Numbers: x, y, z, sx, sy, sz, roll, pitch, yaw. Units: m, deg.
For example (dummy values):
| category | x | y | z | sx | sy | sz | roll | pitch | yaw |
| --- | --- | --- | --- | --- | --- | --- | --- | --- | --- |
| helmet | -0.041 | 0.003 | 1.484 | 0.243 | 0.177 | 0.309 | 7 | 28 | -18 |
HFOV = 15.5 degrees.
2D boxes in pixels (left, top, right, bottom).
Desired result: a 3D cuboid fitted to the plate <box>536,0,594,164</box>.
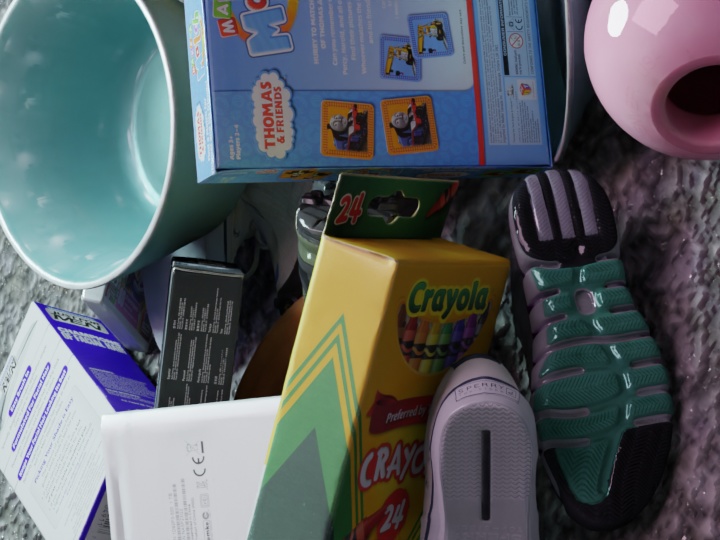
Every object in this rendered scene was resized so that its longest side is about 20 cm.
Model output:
| category | x | y | z | sx | sy | sz | roll | pitch | yaw |
| --- | --- | --- | --- | --- | --- | --- | --- | --- | --- |
| plate | 0.111 | -0.160 | 1.475 | 0.200 | 0.025 | 0.201 | 176 | 90 | -88 |

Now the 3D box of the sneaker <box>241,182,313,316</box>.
| category | x | y | z | sx | sy | sz | roll | pitch | yaw |
| --- | --- | --- | --- | --- | --- | --- | --- | --- | --- |
| sneaker | -0.025 | -0.019 | 1.645 | 0.072 | 0.072 | 0.200 | -42 | 54 | 29 |

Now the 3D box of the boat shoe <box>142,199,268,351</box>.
| category | x | y | z | sx | sy | sz | roll | pitch | yaw |
| --- | --- | --- | --- | --- | --- | --- | --- | --- | --- |
| boat shoe | -0.091 | -0.040 | 1.739 | 0.074 | 0.086 | 0.203 | 11 | 103 | 49 |

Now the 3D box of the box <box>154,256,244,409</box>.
| category | x | y | z | sx | sy | sz | roll | pitch | yaw |
| --- | --- | --- | --- | --- | --- | --- | --- | --- | --- |
| box | -0.104 | 0.094 | 1.599 | 0.160 | 0.043 | 0.201 | -146 | 62 | -85 |

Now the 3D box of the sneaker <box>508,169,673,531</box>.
| category | x | y | z | sx | sy | sz | roll | pitch | yaw |
| --- | --- | --- | --- | --- | --- | --- | --- | --- | --- |
| sneaker | 0.119 | 0.050 | 1.403 | 0.088 | 0.074 | 0.201 | 99 | 167 | -65 |

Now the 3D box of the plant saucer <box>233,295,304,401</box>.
| category | x | y | z | sx | sy | sz | roll | pitch | yaw |
| --- | --- | --- | --- | --- | --- | --- | --- | --- | --- |
| plant saucer | -0.012 | 0.096 | 1.532 | 0.200 | 0.037 | 0.201 | -15 | 68 | 41 |

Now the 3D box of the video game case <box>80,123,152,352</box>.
| category | x | y | z | sx | sy | sz | roll | pitch | yaw |
| --- | --- | --- | --- | --- | --- | --- | --- | --- | --- |
| video game case | -0.139 | -0.056 | 1.785 | 0.143 | 0.018 | 0.201 | 63 | -140 | -73 |

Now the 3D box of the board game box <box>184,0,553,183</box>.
| category | x | y | z | sx | sy | sz | roll | pitch | yaw |
| --- | --- | --- | --- | --- | --- | --- | --- | --- | --- |
| board game box | 0.003 | -0.126 | 1.453 | 0.037 | 0.199 | 0.152 | 157 | 110 | -66 |

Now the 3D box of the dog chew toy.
| category | x | y | z | sx | sy | sz | roll | pitch | yaw |
| --- | --- | --- | --- | --- | --- | --- | --- | --- | --- |
| dog chew toy | 0.175 | -0.152 | 1.377 | 0.125 | 0.124 | 0.200 | -42 | 32 | 34 |

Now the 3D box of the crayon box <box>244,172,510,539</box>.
| category | x | y | z | sx | sy | sz | roll | pitch | yaw |
| --- | --- | --- | --- | --- | --- | --- | --- | --- | --- |
| crayon box | 0.014 | 0.053 | 1.364 | 0.051 | 0.127 | 0.201 | 19 | 100 | 29 |

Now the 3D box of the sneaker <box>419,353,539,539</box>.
| category | x | y | z | sx | sy | sz | roll | pitch | yaw |
| --- | --- | --- | --- | --- | --- | --- | --- | --- | --- |
| sneaker | 0.064 | 0.137 | 1.370 | 0.071 | 0.073 | 0.201 | -82 | -1 | -64 |

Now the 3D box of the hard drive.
| category | x | y | z | sx | sy | sz | roll | pitch | yaw |
| --- | --- | --- | --- | --- | --- | --- | --- | --- | --- |
| hard drive | -0.046 | 0.137 | 1.476 | 0.199 | 0.026 | 0.132 | -7 | 87 | 20 |

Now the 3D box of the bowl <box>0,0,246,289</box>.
| category | x | y | z | sx | sy | sz | roll | pitch | yaw |
| --- | --- | --- | --- | --- | --- | --- | --- | --- | --- |
| bowl | -0.138 | -0.091 | 1.640 | 0.200 | 0.105 | 0.202 | 4 | 96 | 48 |

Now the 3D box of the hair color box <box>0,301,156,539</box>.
| category | x | y | z | sx | sy | sz | roll | pitch | yaw |
| --- | --- | --- | --- | --- | --- | --- | --- | --- | --- |
| hair color box | -0.186 | 0.114 | 1.785 | 0.200 | 0.065 | 0.110 | 44 | 114 | 53 |

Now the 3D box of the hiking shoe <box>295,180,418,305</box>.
| category | x | y | z | sx | sy | sz | roll | pitch | yaw |
| --- | --- | --- | --- | --- | --- | --- | --- | --- | --- |
| hiking shoe | 0.000 | 0.000 | 1.472 | 0.200 | 0.075 | 0.101 | -32 | -51 | -73 |
